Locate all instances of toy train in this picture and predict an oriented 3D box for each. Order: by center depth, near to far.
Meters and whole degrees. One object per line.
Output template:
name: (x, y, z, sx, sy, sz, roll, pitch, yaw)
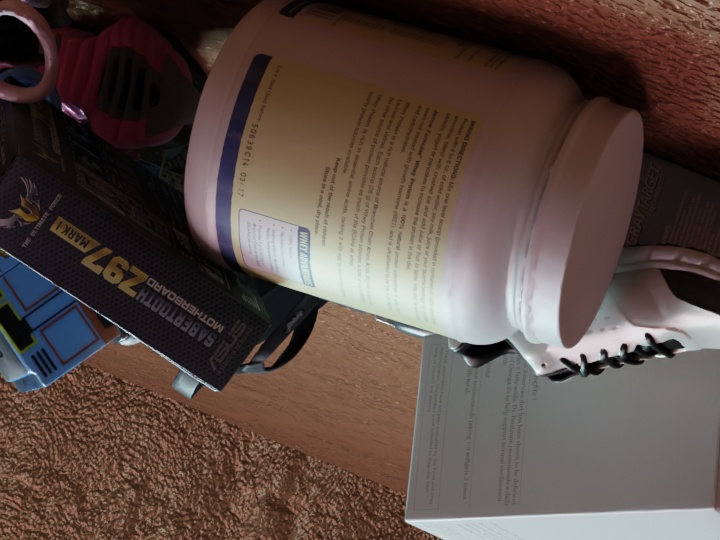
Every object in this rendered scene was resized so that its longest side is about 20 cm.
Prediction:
toy train: (-0.201, -0.029, 1.382, 0.200, 0.114, 0.087, 57, 158, -8)

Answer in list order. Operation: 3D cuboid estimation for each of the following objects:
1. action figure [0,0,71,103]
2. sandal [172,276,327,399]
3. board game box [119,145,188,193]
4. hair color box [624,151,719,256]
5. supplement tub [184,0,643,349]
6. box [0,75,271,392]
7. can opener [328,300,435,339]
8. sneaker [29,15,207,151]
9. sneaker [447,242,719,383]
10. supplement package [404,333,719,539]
action figure: (-0.257, -0.124, 1.274, 0.199, 0.149, 0.134, -8, 134, -3)
sandal: (-0.040, 0.022, 1.502, 0.043, 0.200, 0.076, 43, 141, 13)
board game box: (-0.167, -0.056, 1.515, 0.199, 0.148, 0.064, 21, 126, -11)
hair color box: (0.161, -0.021, 1.312, 0.199, 0.061, 0.099, 21, 169, -8)
supplement tub: (0.028, -0.047, 1.184, 0.199, 0.145, 0.145, 17, 170, 17)
box: (-0.134, -0.024, 1.255, 0.158, 0.051, 0.200, 35, -173, -18)
can opener: (0.000, 0.000, 1.424, 0.199, 0.054, 0.067, 19, -178, 4)
sneaker: (-0.127, -0.104, 1.423, 0.095, 0.079, 0.200, 18, 180, -32)
sneaker: (0.134, 0.028, 1.241, 0.199, 0.080, 0.074, 7, 160, 35)
supplement package: (0.142, 0.098, 1.344, 0.199, 0.117, 0.117, -6, 157, 35)
